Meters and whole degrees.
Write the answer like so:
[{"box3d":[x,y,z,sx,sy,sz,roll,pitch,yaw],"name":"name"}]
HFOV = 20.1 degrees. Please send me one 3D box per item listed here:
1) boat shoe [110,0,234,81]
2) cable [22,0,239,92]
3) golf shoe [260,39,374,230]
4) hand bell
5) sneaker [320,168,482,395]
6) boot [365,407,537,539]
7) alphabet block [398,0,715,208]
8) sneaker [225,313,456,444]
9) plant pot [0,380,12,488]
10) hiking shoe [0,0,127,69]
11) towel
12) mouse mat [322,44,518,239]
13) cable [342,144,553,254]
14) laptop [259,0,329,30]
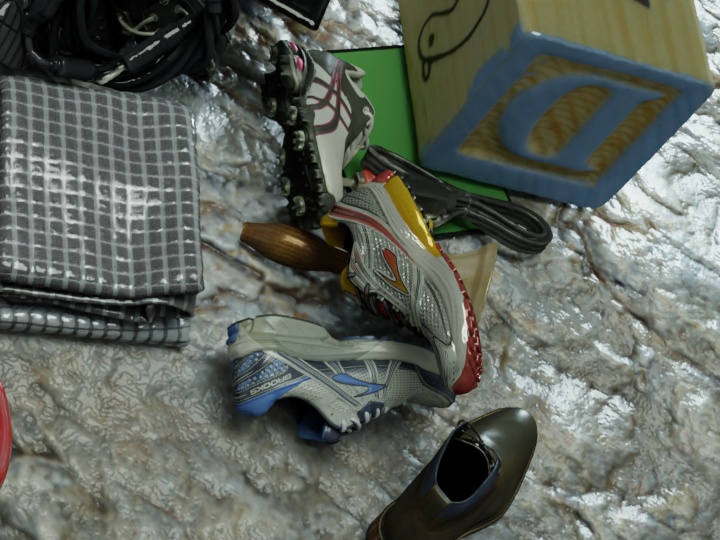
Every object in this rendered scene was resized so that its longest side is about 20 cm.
[{"box3d":[-0.159,-0.210,1.616,0.070,0.200,0.064,11,76,29],"name":"boat shoe"},{"box3d":[-0.151,-0.216,1.534,0.163,0.200,0.051,19,25,-43],"name":"cable"},{"box3d":[-0.025,-0.114,1.655,0.088,0.077,0.201,5,45,-16],"name":"golf shoe"},{"box3d":[0.000,0.000,1.621,0.199,0.104,0.104,16,50,-2],"name":"hand bell"},{"box3d":[0.033,0.018,1.538,0.082,0.078,0.200,-25,54,-6],"name":"sneaker"},{"box3d":[0.092,0.150,1.539,0.075,0.097,0.200,44,49,6],"name":"boot"},{"box3d":[0.165,-0.201,1.761,0.195,0.195,0.201,13,51,-26],"name":"alphabet block"},{"box3d":[-0.015,0.094,1.546,0.199,0.077,0.086,11,72,-28],"name":"sneaker"},{"box3d":[-0.334,0.128,1.262,0.199,0.183,0.201,14,52,-19],"name":"plant pot"},{"box3d":[-0.260,-0.203,1.607,0.100,0.076,0.200,8,13,26],"name":"hiking shoe"},{"box3d":[-0.202,-0.049,1.528,0.165,0.086,0.201,8,55,-23],"name":"towel"},{"box3d":[0.039,-0.112,1.758,0.160,0.008,0.201,-7,61,-32],"name":"mouse mat"},{"box3d":[0.067,-0.052,1.716,0.199,0.050,0.097,13,35,-36],"name":"cable"},{"box3d":[-0.114,-0.269,1.701,0.187,0.116,0.201,28,44,-8],"name":"laptop"}]
